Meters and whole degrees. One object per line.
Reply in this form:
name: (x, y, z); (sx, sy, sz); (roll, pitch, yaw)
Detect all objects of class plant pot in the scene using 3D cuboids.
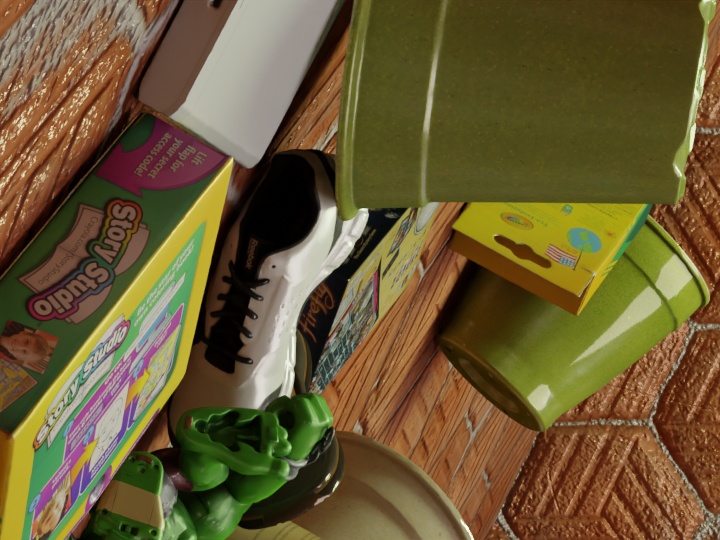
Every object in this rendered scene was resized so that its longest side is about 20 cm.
plant pot: (0.177, 0.034, 2.688); (0.193, 0.200, 0.200); (-48, 168, -10)
plant pot: (-0.040, 0.248, 2.154); (0.183, 0.200, 0.201); (-38, 156, -43)
plant pot: (0.096, -0.111, 1.663); (0.200, 0.189, 0.202); (10, 90, -83)

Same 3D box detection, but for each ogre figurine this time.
ogre figurine: (-0.113, 0.133, 1.663); (0.200, 0.098, 0.120); (-45, 172, -35)

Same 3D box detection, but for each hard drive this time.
hard drive: (-0.052, -0.125, 1.501); (0.132, 0.026, 0.200); (-62, 170, 0)

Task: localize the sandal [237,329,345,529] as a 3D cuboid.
sandal: (-0.059, 0.083, 1.795); (0.081, 0.055, 0.201); (-29, -147, 14)

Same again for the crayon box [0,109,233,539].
crayon box: (-0.142, 0.050, 1.415); (0.200, 0.058, 0.173); (-55, 166, -39)

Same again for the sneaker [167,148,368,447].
sneaker: (-0.065, 0.017, 1.728); (0.201, 0.073, 0.080); (-67, 160, -3)

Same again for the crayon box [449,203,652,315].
crayon box: (0.159, -0.040, 2.524); (0.200, 0.126, 0.051); (-48, 163, -51)

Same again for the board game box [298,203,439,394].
board game box: (0.000, 0.000, 2.075); (0.200, 0.034, 0.136); (-50, 164, -51)

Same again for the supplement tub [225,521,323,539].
supplement tub: (-0.071, 0.218, 1.810); (0.145, 0.199, 0.145); (-59, 169, -18)
